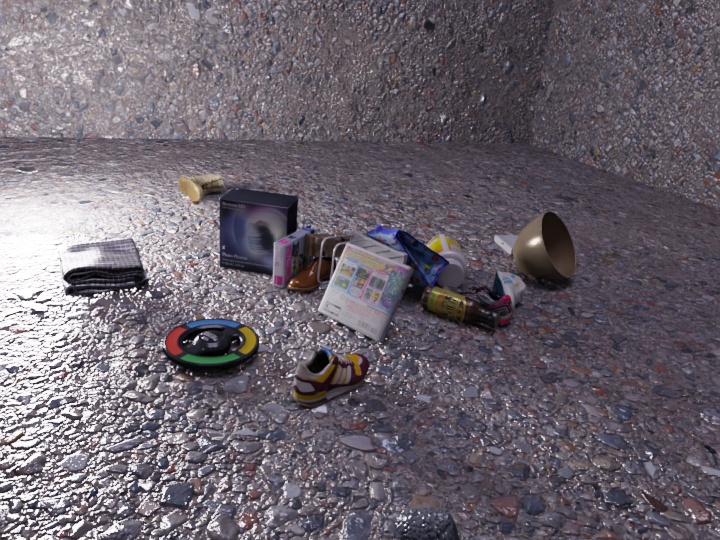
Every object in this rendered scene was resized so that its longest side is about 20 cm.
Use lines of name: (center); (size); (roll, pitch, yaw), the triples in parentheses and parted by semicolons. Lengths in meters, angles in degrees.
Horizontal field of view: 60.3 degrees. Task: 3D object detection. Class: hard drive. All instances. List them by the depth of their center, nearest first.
hard drive: (0.574, -0.088, 2.116); (0.196, 0.027, 0.132); (0, 23, -14)

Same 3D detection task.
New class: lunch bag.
lunch bag: (0.113, -0.055, 1.645); (0.200, 0.095, 0.150); (43, -14, -24)

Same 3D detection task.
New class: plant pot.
plant pot: (0.538, -0.058, 1.861); (0.133, 0.204, 0.199); (-22, 0, 41)

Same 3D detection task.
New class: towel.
towel: (-0.644, -0.011, 1.553); (0.197, 0.087, 0.165); (-7, 26, -29)

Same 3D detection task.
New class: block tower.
block tower: (-0.057, -0.069, 1.712); (0.197, 0.059, 0.054); (-3, 19, -33)

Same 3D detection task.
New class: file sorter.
file sorter: (0.000, 0.000, 1.597); (0.123, 0.142, 0.198); (-10, 26, -45)

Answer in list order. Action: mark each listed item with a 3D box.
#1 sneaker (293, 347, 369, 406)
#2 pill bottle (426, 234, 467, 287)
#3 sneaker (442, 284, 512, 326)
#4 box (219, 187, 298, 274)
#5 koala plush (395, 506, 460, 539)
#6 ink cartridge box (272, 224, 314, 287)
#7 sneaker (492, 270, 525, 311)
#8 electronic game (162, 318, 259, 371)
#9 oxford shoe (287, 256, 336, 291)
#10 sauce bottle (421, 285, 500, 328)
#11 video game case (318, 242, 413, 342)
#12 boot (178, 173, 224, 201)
sneaker: (-0.049, 0.188, 1.206); (0.074, 0.092, 0.199); (20, 27, 33)
pill bottle: (0.244, -0.021, 1.761); (0.107, 0.111, 0.201); (5, 22, 0)
sneaker: (0.299, 0.072, 1.594); (0.197, 0.076, 0.080); (19, 25, 31)
box: (-0.284, -0.109, 1.726); (0.196, 0.202, 0.124); (8, 22, 7)
koala plush: (0.024, 0.392, 0.684); (0.196, 0.186, 0.179); (-12, 31, 13)
ink cartridge box: (-0.174, -0.043, 1.696); (0.041, 0.122, 0.200); (13, 23, 18)
sneaker: (0.402, 0.056, 1.660); (0.079, 0.078, 0.201); (10, 24, 5)
electronic game: (-0.311, 0.151, 1.296); (0.196, 0.042, 0.201); (5, 23, -2)
oxford shoe: (-0.130, 0.002, 1.669); (0.070, 0.073, 0.199); (17, 26, 23)
sauce bottle: (0.249, 0.092, 1.546); (0.197, 0.066, 0.064); (17, 24, 29)
video game case: (0.009, 0.048, 1.462); (0.198, 0.185, 0.024); (22, -3, 36)
boot: (-0.580, -0.315, 2.324); (0.153, 0.074, 0.199); (-12, 22, -31)
